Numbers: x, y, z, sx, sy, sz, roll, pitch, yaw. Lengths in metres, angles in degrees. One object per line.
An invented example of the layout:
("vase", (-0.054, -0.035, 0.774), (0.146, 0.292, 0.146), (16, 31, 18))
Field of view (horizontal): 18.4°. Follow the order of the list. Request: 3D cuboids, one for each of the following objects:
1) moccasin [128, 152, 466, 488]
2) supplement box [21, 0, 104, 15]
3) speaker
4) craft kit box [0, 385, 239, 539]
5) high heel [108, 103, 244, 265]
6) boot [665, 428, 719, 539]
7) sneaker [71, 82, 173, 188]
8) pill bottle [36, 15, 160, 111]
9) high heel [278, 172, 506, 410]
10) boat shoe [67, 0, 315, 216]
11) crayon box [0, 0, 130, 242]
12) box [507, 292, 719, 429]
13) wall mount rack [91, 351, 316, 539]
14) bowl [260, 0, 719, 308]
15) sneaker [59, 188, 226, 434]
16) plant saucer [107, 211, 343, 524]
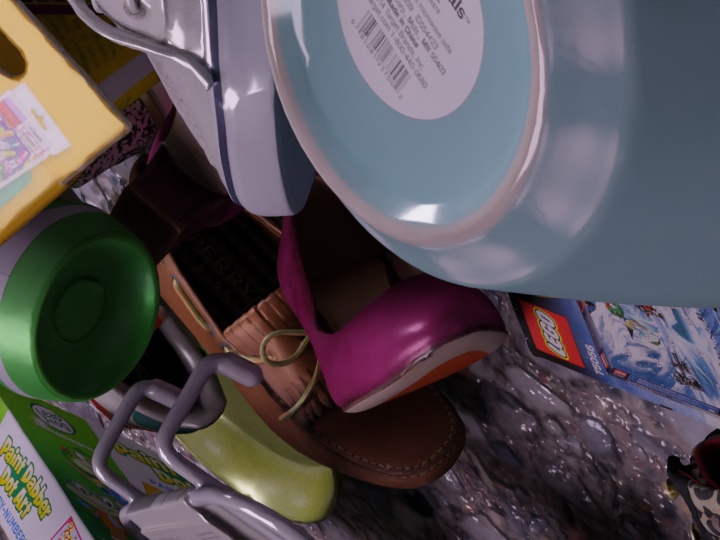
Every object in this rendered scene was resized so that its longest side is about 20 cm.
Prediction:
("moccasin", (-0.031, 0.019, 1.003), (0.202, 0.074, 0.078), (49, 164, 20))
("supplement box", (-0.121, -0.168, 0.764), (0.199, 0.103, 0.131), (4, 135, 24))
("speaker", (-0.180, -0.008, 0.953), (0.199, 0.088, 0.089), (20, 143, 36))
("craft kit box", (-0.091, 0.146, 1.110), (0.200, 0.049, 0.197), (29, -175, -35))
("high heel", (-0.037, -0.081, 0.912), (0.067, 0.096, 0.200), (45, 134, -5))
("boot", (0.151, 0.122, 0.842), (0.203, 0.073, 0.154), (3, 125, 57))
("sneaker", (-0.161, -0.094, 1.029), (0.200, 0.089, 0.077), (27, 147, 42))
("pill bottle", (-0.150, -0.090, 0.882), (0.109, 0.200, 0.109), (38, 152, 24))
("high heel", (0.000, 0.000, 0.860), (0.097, 0.067, 0.200), (67, 167, 0))
("boat shoe", (-0.064, -0.103, 0.666), (0.086, 0.075, 0.203), (2, 131, 15))
("crayon box", (-0.171, -0.050, 0.749), (0.200, 0.052, 0.126), (-36, 101, 32))
("box", (0.090, -0.037, 0.750), (0.137, 0.040, 0.201), (21, 143, 45))
("wall mount rack", (-0.021, 0.106, 0.943), (0.173, 0.075, 0.200), (35, 162, -12))
("bowl", (0.047, -0.073, 0.613), (0.200, 0.105, 0.202), (25, 124, 44))
("sneaker", (-0.133, 0.004, 1.056), (0.200, 0.070, 0.093), (51, 161, -24))
("plant saucer", (-0.074, 0.044, 1.149), (0.200, 0.031, 0.200), (37, 152, 24))
